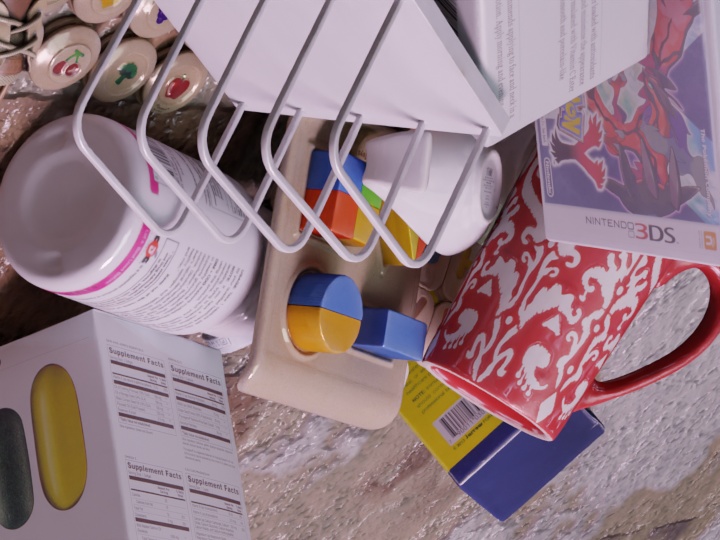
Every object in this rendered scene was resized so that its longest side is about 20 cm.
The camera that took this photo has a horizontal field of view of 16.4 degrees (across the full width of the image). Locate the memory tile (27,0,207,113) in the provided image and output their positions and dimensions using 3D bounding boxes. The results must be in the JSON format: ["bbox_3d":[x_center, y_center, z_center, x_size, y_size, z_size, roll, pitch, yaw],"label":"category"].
[{"bbox_3d":[-0.138,-0.166,1.524,0.200,0.017,0.153,8,124,-52],"label":"memory tile"}]

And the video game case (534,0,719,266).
[{"bbox_3d":[0.172,-0.109,1.589,0.023,0.182,0.201,-14,104,-34],"label":"video game case"}]

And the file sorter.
[{"bbox_3d":[-0.044,-0.088,1.460,0.139,0.199,0.125,51,55,-47],"label":"file sorter"}]

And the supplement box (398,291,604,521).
[{"bbox_3d":[0.072,0.071,1.879,0.109,0.200,0.109,-42,151,3],"label":"supplement box"}]

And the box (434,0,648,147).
[{"bbox_3d":[0.069,-0.223,1.502,0.130,0.200,0.199,-30,148,-15],"label":"box"}]

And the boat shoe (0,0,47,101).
[{"bbox_3d":[-0.207,-0.137,1.403,0.076,0.072,0.200,-9,147,-44],"label":"boat shoe"}]

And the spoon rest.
[{"bbox_3d":[0.048,-0.065,1.679,0.200,0.060,0.100,16,80,-71],"label":"spoon rest"}]

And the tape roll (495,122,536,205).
[{"bbox_3d":[0.173,-0.123,1.872,0.202,0.071,0.203,-28,148,-20],"label":"tape roll"}]

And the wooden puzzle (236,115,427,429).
[{"bbox_3d":[0.000,0.000,1.685,0.185,0.046,0.201,22,79,-57],"label":"wooden puzzle"}]

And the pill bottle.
[{"bbox_3d":[-0.133,-0.022,1.619,0.113,0.113,0.200,-47,148,11],"label":"pill bottle"}]

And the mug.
[{"bbox_3d":[0.156,0.017,1.737,0.200,0.177,0.133,-58,166,-8],"label":"mug"}]

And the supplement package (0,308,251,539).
[{"bbox_3d":[-0.178,0.154,1.667,0.151,0.201,0.150,-21,158,26],"label":"supplement package"}]

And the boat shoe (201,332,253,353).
[{"bbox_3d":[-0.038,-0.013,1.783,0.200,0.072,0.062,-35,108,-32],"label":"boat shoe"}]

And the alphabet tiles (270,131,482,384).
[{"bbox_3d":[0.010,-0.004,1.765,0.200,0.015,0.196,28,75,-35],"label":"alphabet tiles"}]
